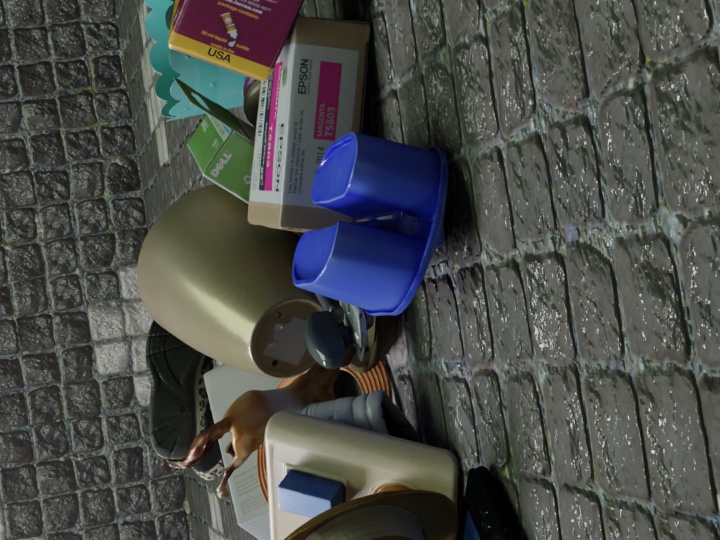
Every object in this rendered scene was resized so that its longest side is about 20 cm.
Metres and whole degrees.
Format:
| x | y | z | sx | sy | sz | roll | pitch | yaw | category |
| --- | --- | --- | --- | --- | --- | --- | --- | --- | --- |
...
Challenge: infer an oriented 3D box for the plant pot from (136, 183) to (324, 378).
| x | y | z | sx | sy | sz | roll | pitch | yaw | category |
| --- | --- | --- | --- | --- | --- | --- | --- | --- | --- |
| -0.114 | 0.030 | 1.573 | 0.200 | 0.187 | 0.188 | 40 | 137 | 52 | plant pot |

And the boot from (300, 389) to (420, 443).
| x | y | z | sx | sy | sz | roll | pitch | yaw | category |
| --- | --- | --- | --- | --- | --- | --- | --- | --- | --- |
| 0.022 | 0.203 | 1.384 | 0.200 | 0.095 | 0.074 | 63 | -155 | -23 | boot |

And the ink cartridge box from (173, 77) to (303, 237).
| x | y | z | sx | sy | sz | roll | pitch | yaw | category |
| --- | --- | --- | --- | --- | --- | --- | --- | --- | --- |
| -0.122 | -0.116 | 1.564 | 0.059 | 0.200 | 0.104 | -53 | 26 | 10 | ink cartridge box |

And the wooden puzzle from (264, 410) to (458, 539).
| x | y | z | sx | sy | sz | roll | pitch | yaw | category |
| --- | --- | --- | --- | --- | --- | --- | --- | --- | --- |
| -0.005 | 0.238 | 1.341 | 0.046 | 0.185 | 0.201 | -45 | -38 | -56 | wooden puzzle |

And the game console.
| x | y | z | sx | sy | sz | roll | pitch | yaw | category |
| --- | --- | --- | --- | --- | --- | --- | --- | --- | --- |
| 0.066 | 0.288 | 1.183 | 0.176 | 0.116 | 0.200 | -113 | 20 | -45 | game console |

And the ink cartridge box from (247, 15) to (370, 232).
| x | y | z | sx | sy | sz | roll | pitch | yaw | category |
| --- | --- | --- | --- | --- | --- | --- | --- | --- | --- |
| -0.052 | -0.137 | 1.432 | 0.165 | 0.075 | 0.201 | -169 | 84 | -76 | ink cartridge box |

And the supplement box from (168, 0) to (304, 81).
| x | y | z | sx | sy | sz | roll | pitch | yaw | category |
| --- | --- | --- | --- | --- | --- | --- | --- | --- | --- |
| -0.094 | -0.297 | 1.352 | 0.131 | 0.103 | 0.200 | -91 | 24 | -52 | supplement box |

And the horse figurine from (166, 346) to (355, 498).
| x | y | z | sx | sy | sz | roll | pitch | yaw | category |
| --- | --- | --- | --- | --- | --- | --- | --- | --- | --- |
| -0.083 | 0.143 | 1.410 | 0.050 | 0.200 | 0.133 | 50 | 145 | 32 | horse figurine |

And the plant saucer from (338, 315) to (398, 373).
| x | y | z | sx | sy | sz | roll | pitch | yaw | category |
| --- | --- | --- | --- | --- | --- | --- | --- | --- | --- |
| 0.000 | 0.000 | 1.457 | 0.200 | 0.029 | 0.201 | 173 | 90 | -75 | plant saucer |

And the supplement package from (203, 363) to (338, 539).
| x | y | z | sx | sy | sz | roll | pitch | yaw | category |
| --- | --- | --- | --- | --- | --- | --- | --- | --- | --- |
| -0.081 | 0.193 | 1.646 | 0.117 | 0.117 | 0.200 | 48 | -161 | -52 | supplement package |

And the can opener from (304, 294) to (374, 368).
| x | y | z | sx | sy | sz | roll | pitch | yaw | category |
| --- | --- | --- | --- | --- | --- | --- | --- | --- | --- |
| -0.031 | 0.023 | 1.417 | 0.200 | 0.066 | 0.053 | -115 | 22 | -60 | can opener |

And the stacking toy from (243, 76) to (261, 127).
| x | y | z | sx | sy | sz | roll | pitch | yaw | category |
| --- | --- | --- | --- | --- | --- | --- | --- | --- | --- |
| -0.100 | -0.248 | 1.639 | 0.085 | 0.085 | 0.200 | 99 | 162 | -50 | stacking toy |

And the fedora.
| x | y | z | sx | sy | sz | roll | pitch | yaw | category |
| --- | --- | --- | --- | --- | --- | --- | --- | --- | --- |
| 0.007 | 0.260 | 1.212 | 0.201 | 0.200 | 0.082 | 99 | 152 | -50 | fedora |

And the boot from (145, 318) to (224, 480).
| x | y | z | sx | sy | sz | roll | pitch | yaw | category |
| --- | --- | --- | --- | --- | --- | --- | --- | --- | --- |
| -0.195 | 0.139 | 1.746 | 0.154 | 0.073 | 0.204 | 60 | -152 | -66 | boot |

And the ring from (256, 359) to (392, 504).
| x | y | z | sx | sy | sz | roll | pitch | yaw | category |
| --- | --- | --- | --- | --- | --- | --- | --- | --- | --- |
| -0.035 | 0.164 | 1.518 | 0.200 | 0.019 | 0.201 | -27 | 50 | 38 | ring |

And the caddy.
| x | y | z | sx | sy | sz | roll | pitch | yaw | category |
| --- | --- | --- | --- | --- | --- | --- | --- | --- | --- |
| 0.017 | -0.036 | 1.235 | 0.200 | 0.105 | 0.142 | 174 | 112 | -76 | caddy |

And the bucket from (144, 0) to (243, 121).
| x | y | z | sx | sy | sz | roll | pitch | yaw | category |
| --- | --- | --- | --- | --- | --- | --- | --- | --- | --- |
| -0.187 | -0.291 | 1.838 | 0.207 | 0.134 | 0.208 | 172 | 90 | -75 | bucket |
